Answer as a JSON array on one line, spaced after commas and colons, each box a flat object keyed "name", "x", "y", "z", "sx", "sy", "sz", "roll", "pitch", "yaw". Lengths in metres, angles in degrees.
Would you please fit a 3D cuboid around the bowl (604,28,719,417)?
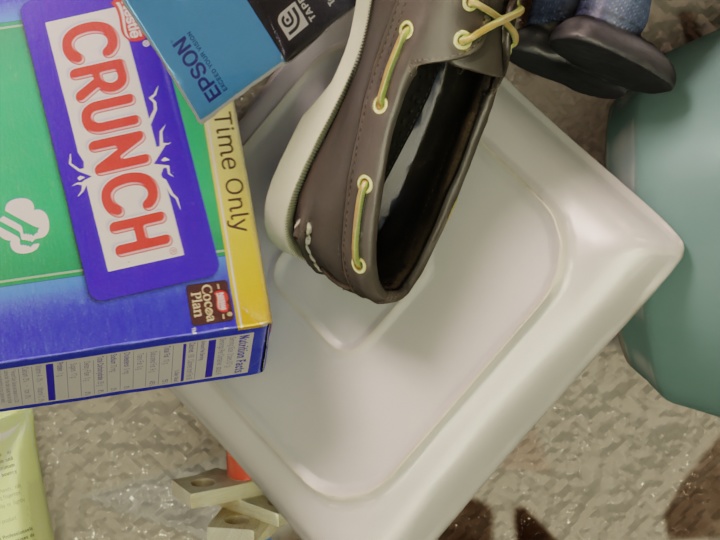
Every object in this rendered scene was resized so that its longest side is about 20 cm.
[{"name": "bowl", "x": 0.161, "y": -0.018, "z": 1.146, "sx": 0.105, "sy": 0.201, "sz": 0.201, "roll": -4, "pitch": 110, "yaw": 12}]

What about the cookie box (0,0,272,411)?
[{"name": "cookie box", "x": -0.146, "y": -0.034, "z": 1.094, "sx": 0.200, "sy": 0.075, "sz": 0.171, "roll": -9, "pitch": 75, "yaw": -8}]

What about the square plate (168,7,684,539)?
[{"name": "square plate", "x": 0.000, "y": 0.000, "z": 1.122, "sx": 0.198, "sy": 0.200, "sz": 0.028, "roll": -50, "pitch": 153, "yaw": 11}]

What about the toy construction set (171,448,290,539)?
[{"name": "toy construction set", "x": -0.031, "y": 0.155, "z": 1.216, "sx": 0.131, "sy": 0.092, "sz": 0.200, "roll": -4, "pitch": 120, "yaw": -8}]

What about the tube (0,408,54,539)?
[{"name": "tube", "x": -0.156, "y": 0.156, "z": 1.215, "sx": 0.058, "sy": 0.052, "sz": 0.200, "roll": -32, "pitch": 114, "yaw": -43}]

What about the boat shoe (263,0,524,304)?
[{"name": "boat shoe", "x": 0.031, "y": -0.085, "z": 1.061, "sx": 0.072, "sy": 0.061, "sz": 0.201, "roll": 2, "pitch": 116, "yaw": -52}]

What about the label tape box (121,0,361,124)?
[{"name": "label tape box", "x": -0.037, "y": -0.172, "z": 1.071, "sx": 0.200, "sy": 0.066, "sz": 0.143, "roll": -41, "pitch": 111, "yaw": -19}]

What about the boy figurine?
[{"name": "boy figurine", "x": 0.111, "y": -0.172, "z": 1.116, "sx": 0.064, "sy": 0.124, "sz": 0.200, "roll": 22, "pitch": 76, "yaw": -25}]
